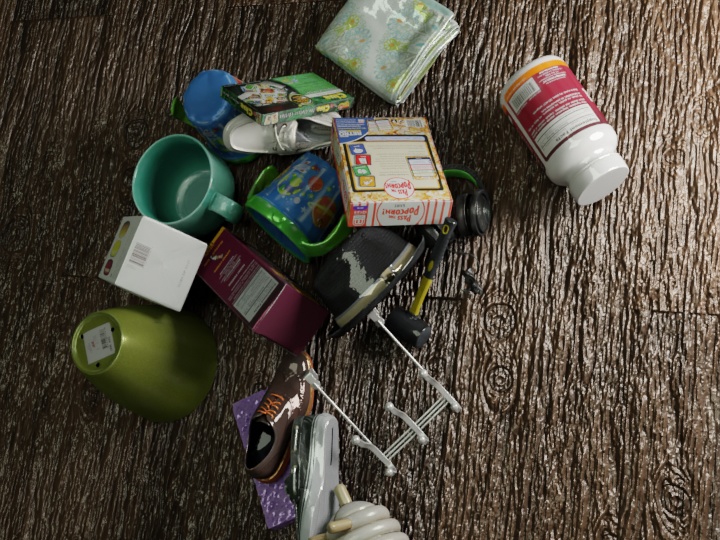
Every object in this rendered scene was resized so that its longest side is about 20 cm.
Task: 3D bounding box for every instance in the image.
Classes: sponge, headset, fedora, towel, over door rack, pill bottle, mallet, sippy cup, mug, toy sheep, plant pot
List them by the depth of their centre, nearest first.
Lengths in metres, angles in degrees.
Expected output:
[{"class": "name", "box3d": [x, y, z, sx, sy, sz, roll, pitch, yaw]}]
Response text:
[{"class": "toy sheep", "box3d": [0.005, 0.387, 1.293, 0.136, 0.138, 0.202, -26, 68, 13]}, {"class": "pill bottle", "box3d": [0.292, -0.197, 1.349, 0.112, 0.113, 0.202, -33, 67, 10]}, {"class": "over door rack", "box3d": [0.027, 0.173, 1.356, 0.148, 0.067, 0.200, -43, 80, 4]}, {"class": "mallet", "box3d": [0.102, 0.022, 1.364, 0.066, 0.041, 0.202, 40, 119, 23]}, {"class": "fedora", "box3d": [0.000, 0.000, 1.365, 0.092, 0.201, 0.201, 45, 95, -3]}, {"class": "headset", "box3d": [0.142, -0.063, 1.408, 0.122, 0.094, 0.202, -22, 54, 14]}, {"class": "sponge", "box3d": [-0.117, 0.275, 1.427, 0.110, 0.030, 0.202, -26, 67, 12]}, {"class": "sippy cup", "box3d": [-0.088, -0.105, 1.463, 0.177, 0.140, 0.131, 40, 80, 2]}, {"class": "plant pot", "box3d": [-0.350, 0.128, 1.464, 0.184, 0.200, 0.190, -6, 73, 20]}, {"class": "towel", "box3d": [0.043, -0.382, 1.534, 0.199, 0.048, 0.172, 40, 91, 26]}, {"class": "mug", "box3d": [-0.275, -0.119, 1.550, 0.151, 0.114, 0.187, -32, 67, 10]}, {"class": "sippy cup", "box3d": [-0.222, -0.262, 1.559, 0.176, 0.130, 0.141, -29, 67, 12]}]

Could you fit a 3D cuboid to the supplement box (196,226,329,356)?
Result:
[{"class": "supplement box", "box3d": [-0.154, 0.030, 1.434, 0.086, 0.110, 0.200, -53, 46, 1]}]

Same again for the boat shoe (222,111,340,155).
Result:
[{"class": "boat shoe", "box3d": [-0.116, -0.217, 1.486, 0.197, 0.072, 0.069, -10, 26, -15]}]

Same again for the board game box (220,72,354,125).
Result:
[{"class": "board game box", "box3d": [-0.113, -0.273, 1.491, 0.104, 0.198, 0.024, 35, 126, 32]}]

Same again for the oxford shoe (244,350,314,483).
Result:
[{"class": "oxford shoe", "box3d": [-0.120, 0.208, 1.388, 0.070, 0.073, 0.203, 8, 72, 20]}]

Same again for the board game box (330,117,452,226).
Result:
[{"class": "board game box", "box3d": [0.041, -0.150, 1.393, 0.149, 0.047, 0.202, -2, 45, -9]}]

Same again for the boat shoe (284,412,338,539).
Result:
[{"class": "boat shoe", "box3d": [-0.073, 0.306, 1.354, 0.070, 0.072, 0.203, -3, 71, 27]}]

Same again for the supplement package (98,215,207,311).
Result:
[{"class": "supplement package", "box3d": [-0.331, -0.014, 1.489, 0.199, 0.108, 0.115, 5, 72, 67]}]
